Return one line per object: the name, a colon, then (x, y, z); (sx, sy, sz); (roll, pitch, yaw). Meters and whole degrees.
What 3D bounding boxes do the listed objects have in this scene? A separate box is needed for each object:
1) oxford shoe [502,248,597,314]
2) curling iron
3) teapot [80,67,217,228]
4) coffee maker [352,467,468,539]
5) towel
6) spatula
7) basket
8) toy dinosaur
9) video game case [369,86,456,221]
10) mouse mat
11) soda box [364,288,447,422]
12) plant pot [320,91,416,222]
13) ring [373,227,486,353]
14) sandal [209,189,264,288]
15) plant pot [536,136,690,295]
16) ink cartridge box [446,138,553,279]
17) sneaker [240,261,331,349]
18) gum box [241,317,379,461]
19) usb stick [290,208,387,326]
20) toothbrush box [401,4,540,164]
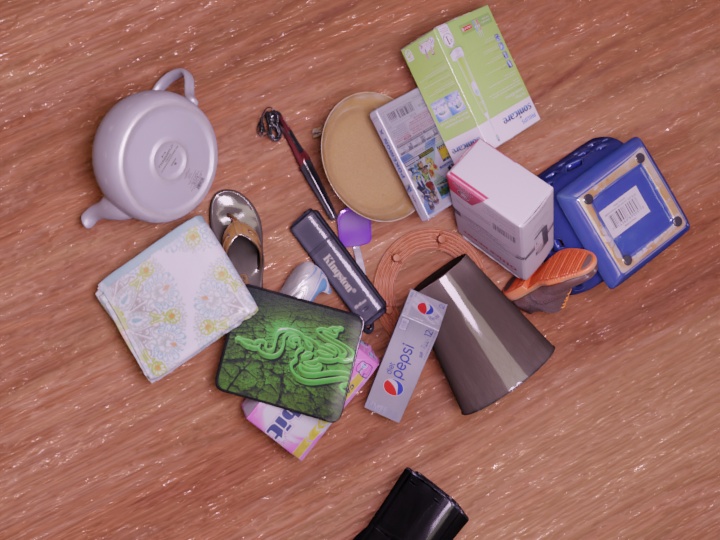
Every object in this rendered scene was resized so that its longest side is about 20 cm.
oxford shoe: (0.312, 0.021, 1.550); (0.073, 0.199, 0.072); (44, 61, -12)
curling iron: (-0.096, -0.163, 1.531); (0.049, 0.026, 0.202); (-36, 97, -18)
teapot: (-0.311, -0.173, 1.427); (0.198, 0.145, 0.201); (-23, 118, -37)
coffee maker: (0.067, 0.416, 1.488); (0.134, 0.192, 0.201); (36, 80, 6)
towel: (-0.272, 0.042, 1.448); (0.198, 0.048, 0.173); (-34, 81, 1)
spatula: (0.000, 0.000, 1.558); (0.055, 0.021, 0.204); (-8, 93, -13)
basket: (0.175, 0.088, 1.528); (0.179, 0.136, 0.202); (-34, 94, -1)
toy dinosaur: (0.021, -0.183, 1.544); (0.196, 0.058, 0.103); (7, 87, -13)
video game case: (0.121, -0.199, 1.544); (0.199, 0.022, 0.185); (-33, 99, -39)
mouse mat: (-0.105, 0.121, 1.445); (0.196, 0.008, 0.164); (14, 87, 5)
soda box: (0.067, 0.131, 1.488); (0.062, 0.069, 0.202); (22, 127, 3)
plant pot: (0.022, -0.171, 1.506); (0.197, 0.027, 0.205); (6, 78, -29)
ring: (0.116, 0.033, 1.587); (0.196, 0.019, 0.205); (0, 89, -14)
sandal: (-0.184, -0.028, 1.484); (0.080, 0.055, 0.204); (-2, 75, -12)
plant pot: (0.390, -0.090, 1.571); (0.198, 0.180, 0.202); (-34, 98, -11)
ink cartridge box: (0.217, -0.089, 1.498); (0.145, 0.201, 0.085); (38, 77, 23)
sneaker: (-0.123, 0.077, 1.506); (0.200, 0.072, 0.073); (-47, 111, -5)
gum box: (-0.074, 0.169, 1.495); (0.113, 0.066, 0.201); (39, 90, -19)
usb stick: (-0.034, -0.005, 1.532); (0.055, 0.033, 0.201); (-36, 92, 9)
toothbrush box: (0.174, -0.290, 1.540); (0.145, 0.086, 0.203); (-33, 98, -39)
